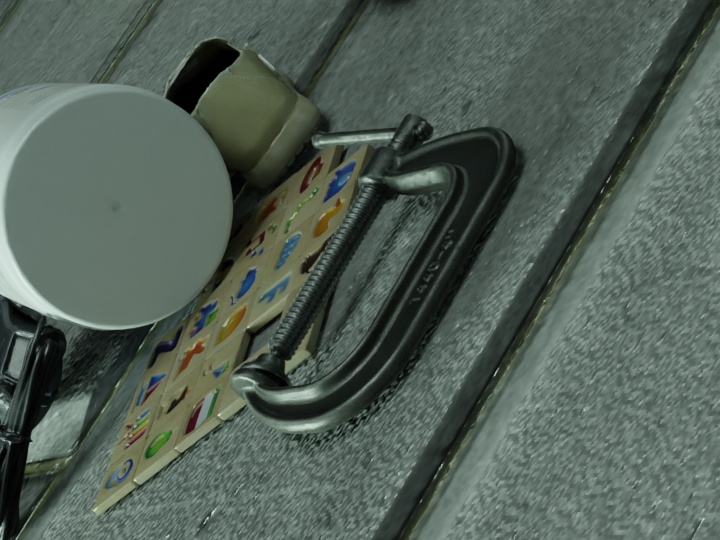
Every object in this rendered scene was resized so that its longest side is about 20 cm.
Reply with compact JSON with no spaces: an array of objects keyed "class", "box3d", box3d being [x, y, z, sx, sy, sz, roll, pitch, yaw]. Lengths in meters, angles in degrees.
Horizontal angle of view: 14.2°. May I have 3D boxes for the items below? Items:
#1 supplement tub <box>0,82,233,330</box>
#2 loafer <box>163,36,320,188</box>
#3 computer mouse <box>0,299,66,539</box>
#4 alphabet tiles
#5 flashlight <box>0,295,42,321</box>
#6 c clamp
[{"class":"supplement tub","box3d":[-0.154,-0.038,1.591,0.132,0.132,0.200,-52,16,-6]},{"class":"loafer","box3d":[-0.078,-0.098,1.639,0.076,0.068,0.200,-51,19,-6]},{"class":"computer mouse","box3d":[-0.194,0.092,1.599,0.200,0.046,0.141,-168,97,-74]},{"class":"alphabet tiles","box3d":[-0.060,0.019,1.471,0.167,0.008,0.201,-38,22,34]},{"class":"flashlight","box3d":[-0.272,0.097,1.721,0.201,0.068,0.068,-60,18,-23]},{"class":"c clamp","box3d":[0.000,0.000,1.334,0.170,0.027,0.201,-13,40,47]}]
